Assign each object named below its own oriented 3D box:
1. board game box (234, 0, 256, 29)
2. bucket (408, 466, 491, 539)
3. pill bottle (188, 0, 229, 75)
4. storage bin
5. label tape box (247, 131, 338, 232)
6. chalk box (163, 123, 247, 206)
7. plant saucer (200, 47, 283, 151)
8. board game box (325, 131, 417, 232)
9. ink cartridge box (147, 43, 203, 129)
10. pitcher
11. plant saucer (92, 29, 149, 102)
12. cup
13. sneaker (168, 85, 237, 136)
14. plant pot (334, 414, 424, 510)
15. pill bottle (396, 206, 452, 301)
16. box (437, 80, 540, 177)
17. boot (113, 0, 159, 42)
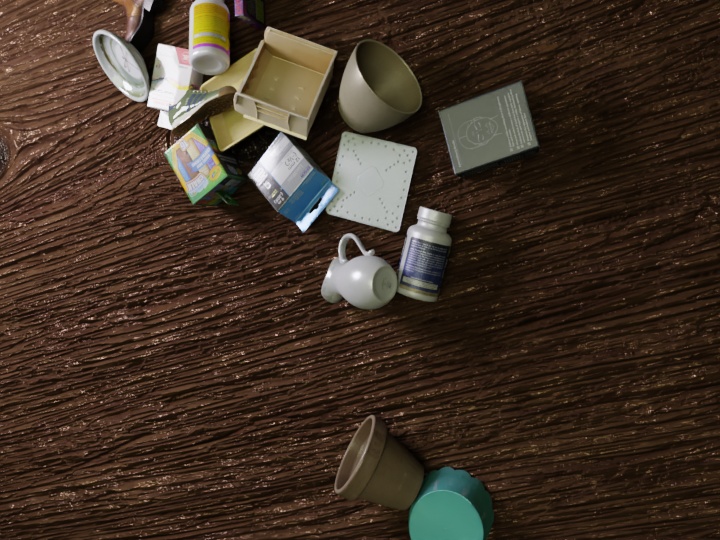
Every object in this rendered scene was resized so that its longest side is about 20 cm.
[{"bbox_3d":[-0.275,-0.716,1.671,0.031,0.120,0.207,-1,92,15],"label":"board game box"},{"bbox_3d":[0.209,0.581,1.580,0.201,0.134,0.215,1,92,17],"label":"bucket"},{"bbox_3d":[-0.379,-0.607,1.703,0.101,0.104,0.207,-7,74,16],"label":"pill bottle"},{"bbox_3d":[-0.179,-0.447,1.607,0.193,0.094,0.205,19,68,2],"label":"storage bin"},{"bbox_3d":[-0.168,-0.219,1.678,0.144,0.066,0.201,-46,70,14],"label":"label tape box"},{"bbox_3d":[-0.381,-0.245,1.722,0.122,0.124,0.203,-32,82,15],"label":"chalk box"},{"bbox_3d":[-0.293,-0.424,1.709,0.196,0.048,0.205,-27,72,14],"label":"plant saucer"},{"bbox_3d":[0.027,-0.217,1.654,0.194,0.026,0.206,15,97,15],"label":"board game box"},{"bbox_3d":[-0.484,-0.473,1.771,0.113,0.067,0.207,14,97,15],"label":"ink cartridge box"},{"bbox_3d":[0.000,0.000,1.604,0.197,0.119,0.178,5,86,53],"label":"pitcher"},{"bbox_3d":[-0.614,-0.543,1.772,0.198,0.202,0.050,37,62,12],"label":"plant saucer"},{"bbox_3d":[0.027,-0.406,1.576,0.143,0.198,0.203,-39,81,42],"label":"cup"},{"bbox_3d":[-0.401,-0.425,1.688,0.196,0.067,0.092,-28,71,12],"label":"sneaker"},{"bbox_3d":[0.056,0.474,1.609,0.171,0.201,0.204,28,100,-5],"label":"plant pot"},{"bbox_3d":[0.152,-0.039,1.580,0.108,0.111,0.206,16,97,15],"label":"pill bottle"},{"bbox_3d":[0.292,-0.314,1.528,0.194,0.107,0.153,-16,89,16],"label":"box"},{"bbox_3d":[-0.634,-0.703,1.809,0.198,0.068,0.191,38,113,17],"label":"boot"}]
